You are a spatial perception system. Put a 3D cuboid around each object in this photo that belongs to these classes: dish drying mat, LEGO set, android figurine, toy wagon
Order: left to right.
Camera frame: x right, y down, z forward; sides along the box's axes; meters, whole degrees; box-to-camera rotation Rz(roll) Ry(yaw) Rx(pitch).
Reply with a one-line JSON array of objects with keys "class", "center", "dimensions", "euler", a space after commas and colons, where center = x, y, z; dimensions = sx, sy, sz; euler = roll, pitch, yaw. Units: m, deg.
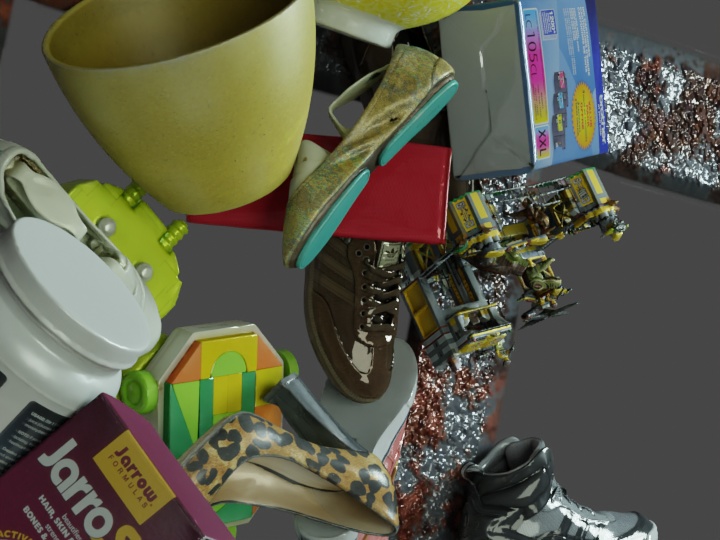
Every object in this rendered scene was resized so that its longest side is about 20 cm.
[{"class": "android figurine", "center": [-0.210, 0.016, 1.595], "dimensions": [0.200, 0.041, 0.182], "euler": [-45, 113, -21]}, {"class": "toy wagon", "center": [-0.111, 0.140, 1.640], "dimensions": [0.155, 0.039, 0.202], "euler": [-7, 102, -45]}, {"class": "dish drying mat", "center": [-0.031, -0.065, 1.653], "dimensions": [0.198, 0.018, 0.077], "euler": [5, 80, 2]}, {"class": "LEGO set", "center": [0.127, 0.007, 1.730], "dimensions": [0.199, 0.154, 0.116], "euler": [-9, 69, -47]}]

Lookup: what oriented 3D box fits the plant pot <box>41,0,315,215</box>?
[{"class": "plant pot", "center": [-0.116, -0.126, 1.572], "dimensions": [0.199, 0.200, 0.143], "euler": [-30, 121, -27]}]

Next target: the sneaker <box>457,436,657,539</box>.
[{"class": "sneaker", "center": [0.166, 0.195, 1.813], "dimensions": [0.199, 0.075, 0.115], "euler": [-4, 97, -29]}]

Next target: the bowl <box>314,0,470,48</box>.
[{"class": "bowl", "center": [0.002, -0.231, 1.635], "dimensions": [0.199, 0.200, 0.108], "euler": [18, 94, -31]}]

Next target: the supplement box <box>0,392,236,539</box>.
[{"class": "supplement box", "center": [-0.195, 0.200, 1.432], "dimensions": [0.200, 0.131, 0.103], "euler": [-40, 157, 0]}]

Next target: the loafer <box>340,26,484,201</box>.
[{"class": "loafer", "center": [0.047, -0.118, 1.731], "dimensions": [0.073, 0.071, 0.201], "euler": [-35, 109, -26]}]

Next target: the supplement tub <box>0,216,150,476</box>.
[{"class": "supplement tub", "center": [-0.252, 0.077, 1.468], "dimensions": [0.140, 0.141, 0.200], "euler": [38, 106, -27]}]

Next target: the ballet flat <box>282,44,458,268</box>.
[{"class": "ballet flat", "center": [-0.009, -0.090, 1.615], "dimensions": [0.200, 0.071, 0.071], "euler": [-50, 115, -13]}]

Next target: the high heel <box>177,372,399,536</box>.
[{"class": "high heel", "center": [-0.059, 0.169, 1.569], "dimensions": [0.143, 0.071, 0.200], "euler": [49, 44, 7]}]

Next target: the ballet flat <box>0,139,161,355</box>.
[{"class": "ballet flat", "center": [-0.204, -0.012, 1.534], "dimensions": [0.069, 0.069, 0.200], "euler": [-48, 113, -21]}]

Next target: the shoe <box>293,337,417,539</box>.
[{"class": "shoe", "center": [-0.002, 0.154, 1.718], "dimensions": [0.091, 0.071, 0.201], "euler": [82, 22, -52]}]

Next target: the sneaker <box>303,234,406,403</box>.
[{"class": "sneaker", "center": [0.000, 0.000, 1.679], "dimensions": [0.070, 0.075, 0.202], "euler": [-4, 80, -40]}]

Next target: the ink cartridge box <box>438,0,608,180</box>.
[{"class": "ink cartridge box", "center": [0.140, -0.153, 1.754], "dimensions": [0.200, 0.076, 0.138], "euler": [-18, 104, -63]}]
